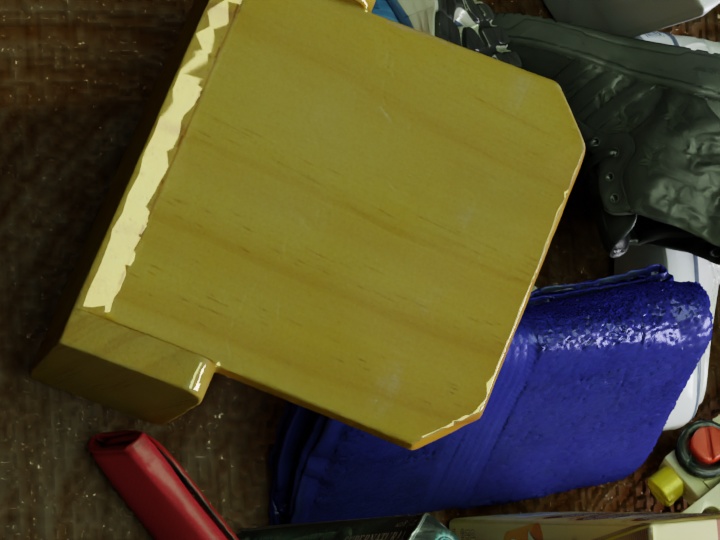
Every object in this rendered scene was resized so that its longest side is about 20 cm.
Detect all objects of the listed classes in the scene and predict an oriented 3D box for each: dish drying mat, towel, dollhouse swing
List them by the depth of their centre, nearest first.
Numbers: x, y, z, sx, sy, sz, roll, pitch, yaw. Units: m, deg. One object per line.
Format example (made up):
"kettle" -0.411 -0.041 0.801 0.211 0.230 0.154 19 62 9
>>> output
"dollhouse swing" -0.021 -0.018 1.285 0.175 0.182 0.200 24 77 -8
"dish drying mat" -0.053 0.154 1.335 0.018 0.077 0.200 -43 103 -22
"towel" 0.057 0.060 1.368 0.199 0.148 0.050 -7 54 -24

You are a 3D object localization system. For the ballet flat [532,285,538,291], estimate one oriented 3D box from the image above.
"ballet flat" 0.000 0.000 1.376 0.199 0.072 0.072 12 82 -22

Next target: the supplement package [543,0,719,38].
"supplement package" 0.158 -0.246 1.416 0.200 0.147 0.192 -37 101 -20

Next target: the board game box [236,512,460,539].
"board game box" 0.029 0.160 1.302 0.135 0.200 0.028 39 69 -17

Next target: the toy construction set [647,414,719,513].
"toy construction set" 0.220 0.121 1.448 0.200 0.092 0.131 -32 75 -30

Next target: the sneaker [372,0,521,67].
"sneaker" 0.018 -0.103 1.378 0.078 0.089 0.201 2 68 -52

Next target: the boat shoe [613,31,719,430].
"boat shoe" 0.166 -0.020 1.444 0.065 0.074 0.201 1 87 -19

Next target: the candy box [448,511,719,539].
"candy box" 0.110 0.171 1.337 0.055 0.200 0.116 -3 87 -24

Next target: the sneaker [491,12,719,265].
"sneaker" 0.125 -0.057 1.387 0.199 0.060 0.105 11 77 15
